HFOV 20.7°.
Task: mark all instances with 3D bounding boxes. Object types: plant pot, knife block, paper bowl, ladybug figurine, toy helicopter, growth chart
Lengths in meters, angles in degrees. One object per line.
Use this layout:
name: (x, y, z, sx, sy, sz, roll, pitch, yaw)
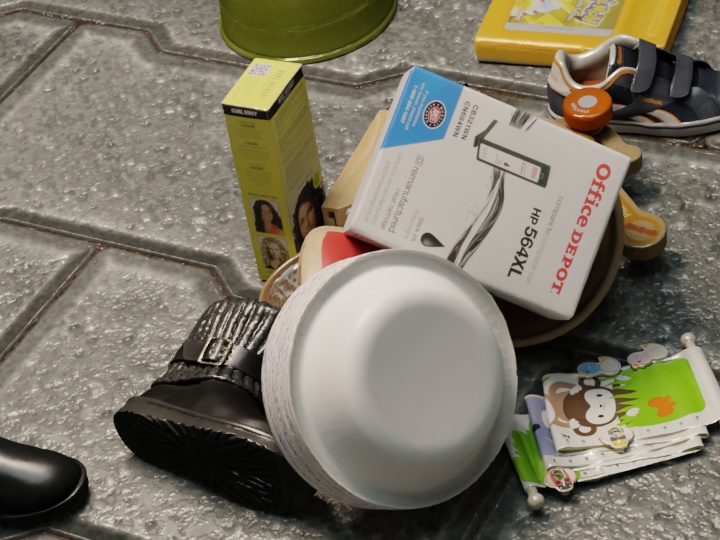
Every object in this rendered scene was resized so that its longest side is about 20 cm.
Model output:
plant pot: (-0.072, -0.357, 2.104, 0.198, 0.194, 0.201, -7, 39, 6)
knife block: (0.031, -0.109, 1.884, 0.198, 0.064, 0.176, -22, 40, -12)
paper bowl: (0.031, 0.084, 1.531, 0.200, 0.202, 0.104, -33, 8, -25)
ladybug figurine: (-0.006, 0.042, 1.649, 0.071, 0.136, 0.201, -14, 43, 13)
toy helicopter: (0.206, -0.072, 1.790, 0.131, 0.079, 0.200, -23, 44, -14)
plant pot: (0.123, -0.033, 1.716, 0.199, 0.203, 0.093, -15, -1, -5)
growth chart: (0.205, 0.117, 1.608, 0.198, 0.018, 0.145, -17, 39, -9)

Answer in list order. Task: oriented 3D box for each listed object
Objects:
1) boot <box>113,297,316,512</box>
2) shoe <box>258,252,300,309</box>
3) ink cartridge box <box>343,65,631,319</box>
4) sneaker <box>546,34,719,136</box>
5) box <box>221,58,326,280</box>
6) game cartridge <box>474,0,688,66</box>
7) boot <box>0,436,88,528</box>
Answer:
boot: (-0.088, 0.104, 1.643, 0.210, 0.080, 0.158, 18, 48, 32)
shoe: (0.000, 0.000, 1.778, 0.199, 0.053, 0.070, -26, 74, -12)
ink cartridge box: (0.104, -0.062, 1.626, 0.198, 0.147, 0.084, 21, -3, -5)
sneaker: (0.278, -0.179, 1.899, 0.198, 0.080, 0.079, -2, 39, 9)
box: (-0.072, -0.086, 1.772, 0.050, 0.201, 0.075, 9, 44, 23)
game cartridge: (0.236, -0.273, 2.057, 0.198, 0.033, 0.177, 5, 42, 20)
boot: (-0.332, 0.127, 1.608, 0.196, 0.163, 0.074, 3, 42, 17)
